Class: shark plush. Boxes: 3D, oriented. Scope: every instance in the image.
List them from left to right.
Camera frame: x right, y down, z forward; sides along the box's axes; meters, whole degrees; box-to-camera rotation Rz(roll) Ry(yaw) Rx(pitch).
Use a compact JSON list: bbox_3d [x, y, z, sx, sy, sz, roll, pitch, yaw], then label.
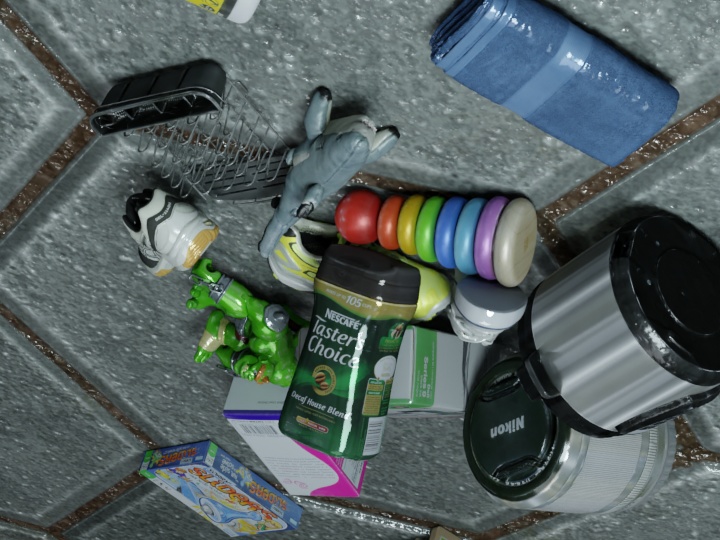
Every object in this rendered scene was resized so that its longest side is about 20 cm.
[{"bbox_3d":[-0.051,-0.086,1.577,0.091,0.084,0.199,37,127,-25],"label":"shark plush"}]

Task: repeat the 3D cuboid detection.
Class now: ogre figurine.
[{"bbox_3d":[-0.126,0.068,1.887,0.119,0.098,0.202,23,131,21],"label":"ogre figurine"}]

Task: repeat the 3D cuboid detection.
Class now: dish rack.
[{"bbox_3d":[-0.147,-0.119,1.636,0.152,0.055,0.200,-7,142,34],"label":"dish rack"}]

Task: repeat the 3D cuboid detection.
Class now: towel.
[{"bbox_3d":[0.164,-0.168,1.418,0.199,0.049,0.112,28,147,-17],"label":"towel"}]

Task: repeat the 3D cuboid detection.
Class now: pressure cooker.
[{"bbox_3d":[0.249,0.061,1.604,0.175,0.180,0.200,29,139,-24],"label":"pressure cooker"}]

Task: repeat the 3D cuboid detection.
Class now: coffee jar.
[{"bbox_3d":[-0.009,0.078,1.664,0.104,0.202,0.085,19,-172,33],"label":"coffee jar"}]

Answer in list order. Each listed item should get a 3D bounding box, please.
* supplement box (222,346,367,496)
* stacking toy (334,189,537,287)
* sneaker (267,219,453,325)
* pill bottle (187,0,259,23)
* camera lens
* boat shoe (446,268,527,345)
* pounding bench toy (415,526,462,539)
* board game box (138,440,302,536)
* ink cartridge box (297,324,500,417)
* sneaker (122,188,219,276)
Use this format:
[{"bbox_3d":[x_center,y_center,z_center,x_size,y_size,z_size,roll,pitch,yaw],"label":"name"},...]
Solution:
[{"bbox_3d":[-0.070,0.183,2.028,0.100,0.104,0.201,-2,143,25],"label":"supplement box"},{"bbox_3d":[0.069,-0.043,1.644,0.198,0.086,0.086,11,149,23],"label":"stacking toy"},{"bbox_3d":[0.000,0.000,1.734,0.198,0.076,0.077,15,149,0],"label":"sneaker"},{"bbox_3d":[-0.159,-0.284,1.325,0.198,0.113,0.113,24,148,-11],"label":"pill bottle"},{"bbox_3d":[0.218,0.174,1.772,0.199,0.162,0.159,12,159,-43],"label":"camera lens"},{"bbox_3d":[0.120,0.041,1.643,0.073,0.066,0.200,12,-169,2],"label":"boat shoe"},{"bbox_3d":[0.081,0.483,2.333,0.124,0.202,0.155,33,144,-27],"label":"pounding bench toy"},{"bbox_3d":[-0.194,0.306,2.343,0.134,0.035,0.200,-14,137,40],"label":"board game box"},{"bbox_3d":[0.045,0.110,1.801,0.145,0.085,0.199,-4,170,32],"label":"ink cartridge box"},{"bbox_3d":[-0.206,-0.049,1.740,0.088,0.076,0.200,41,164,-11],"label":"sneaker"}]
